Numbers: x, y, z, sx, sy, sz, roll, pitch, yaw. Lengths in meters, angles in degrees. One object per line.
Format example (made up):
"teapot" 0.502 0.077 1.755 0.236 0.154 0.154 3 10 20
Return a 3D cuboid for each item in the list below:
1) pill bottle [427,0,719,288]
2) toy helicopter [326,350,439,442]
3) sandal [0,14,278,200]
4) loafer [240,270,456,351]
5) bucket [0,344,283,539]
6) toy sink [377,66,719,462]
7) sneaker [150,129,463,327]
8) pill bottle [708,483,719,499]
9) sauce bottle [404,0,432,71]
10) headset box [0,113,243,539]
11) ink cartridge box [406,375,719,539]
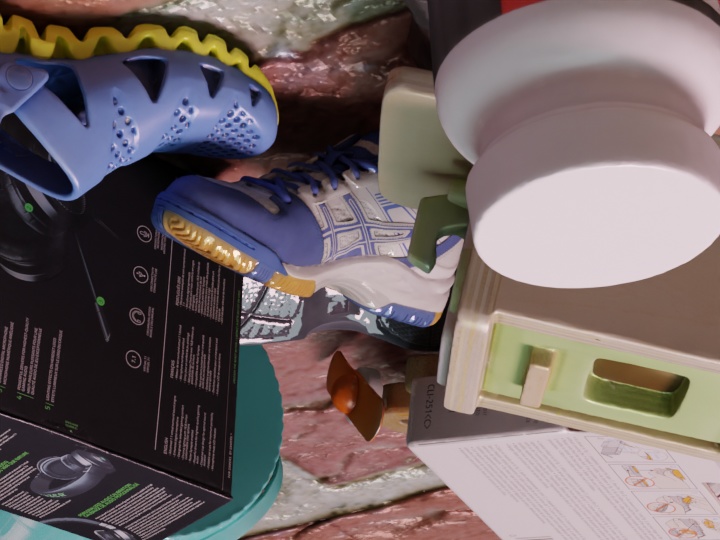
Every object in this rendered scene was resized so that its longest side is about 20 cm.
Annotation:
"pill bottle" 0.083 -0.103 0.855 0.115 0.201 0.116 -3 152 -2
"toy helicopter" 0.040 0.072 1.280 0.131 0.079 0.200 10 168 4
"sandal" -0.133 -0.068 1.021 0.199 0.088 0.080 5 151 -20
"loafer" 0.000 0.000 1.209 0.198 0.063 0.072 0 122 -16
"bucket" -0.145 0.097 1.217 0.206 0.208 0.135 10 145 -23
"toy sink" 0.094 0.004 0.993 0.199 0.113 0.131 14 159 4
"sneaker" -0.020 -0.034 1.094 0.075 0.089 0.199 29 -170 38
"pill bottle" 0.176 0.083 1.310 0.109 0.110 0.200 -6 152 5
"sauce bottle" 0.059 -0.094 1.015 0.066 0.066 0.200 -13 151 19
"headset box" -0.162 0.019 1.073 0.199 0.175 0.093 23 142 -33
"ink cartridge box" 0.143 0.110 1.200 0.175 0.045 0.200 -6 151 25
